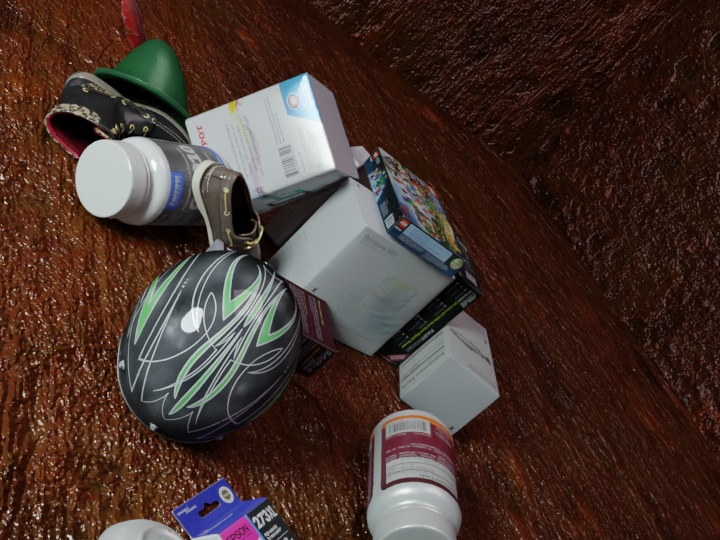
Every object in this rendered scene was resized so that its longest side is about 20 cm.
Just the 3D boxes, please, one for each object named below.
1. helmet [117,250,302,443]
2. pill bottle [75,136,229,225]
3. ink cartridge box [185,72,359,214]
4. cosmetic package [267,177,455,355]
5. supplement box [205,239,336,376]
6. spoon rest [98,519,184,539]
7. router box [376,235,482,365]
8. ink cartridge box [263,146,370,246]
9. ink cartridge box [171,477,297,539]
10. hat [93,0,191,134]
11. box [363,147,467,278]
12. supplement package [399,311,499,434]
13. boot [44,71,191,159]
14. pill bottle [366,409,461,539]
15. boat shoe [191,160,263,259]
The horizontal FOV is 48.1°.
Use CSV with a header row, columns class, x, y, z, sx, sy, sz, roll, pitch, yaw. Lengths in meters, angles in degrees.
class,x,y,z,sx,sy,sz,roll,pitch,yaw
helmet,-0.157,0.077,0.857,0.200,0.200,0.191,41,5,-13
pill bottle,-0.270,-0.116,1.068,0.114,0.114,0.200,51,22,15
ink cartridge box,-0.129,-0.179,1.207,0.146,0.199,0.148,-3,76,-77
cosmetic package,0.000,0.000,1.242,0.199,0.200,0.123,28,27,-36
supplement box,-0.130,0.052,1.098,0.199,0.061,0.109,32,26,-30
spoon rest,-0.155,0.286,0.663,0.099,0.061,0.200,21,19,-50
router box,0.101,0.041,1.352,0.062,0.200,0.150,38,23,-26
ink cartridge box,-0.053,-0.129,1.371,0.045,0.200,0.176,50,21,6
ink cartridge box,-0.091,0.291,0.787,0.200,0.037,0.095,48,21,11
hat,-0.294,-0.329,1.222,0.165,0.177,0.200,17,-15,27
box,0.081,-0.091,1.225,0.136,0.038,0.201,32,25,-30
supplement package,0.143,0.153,1.347,0.117,0.117,0.200,40,22,-18
boot,-0.338,-0.192,1.132,0.199,0.073,0.151,34,23,-19
pill bottle,0.065,0.275,0.991,0.114,0.114,0.200,39,23,-17
boat shoe,-0.169,-0.062,1.103,0.059,0.201,0.072,16,52,25
